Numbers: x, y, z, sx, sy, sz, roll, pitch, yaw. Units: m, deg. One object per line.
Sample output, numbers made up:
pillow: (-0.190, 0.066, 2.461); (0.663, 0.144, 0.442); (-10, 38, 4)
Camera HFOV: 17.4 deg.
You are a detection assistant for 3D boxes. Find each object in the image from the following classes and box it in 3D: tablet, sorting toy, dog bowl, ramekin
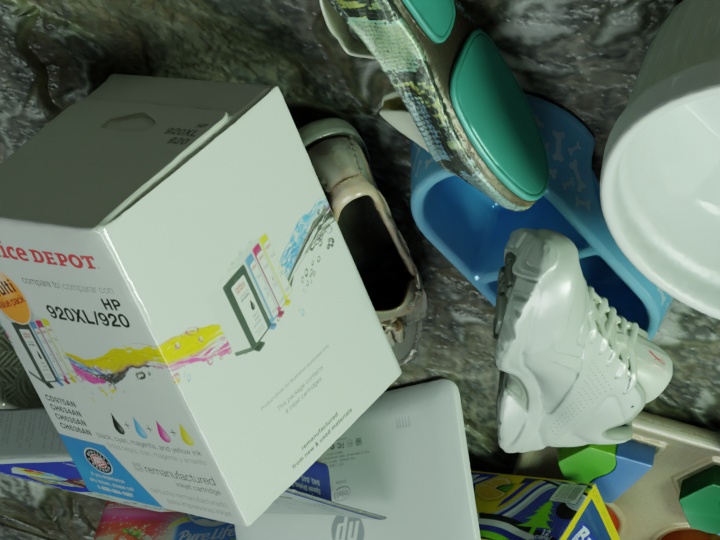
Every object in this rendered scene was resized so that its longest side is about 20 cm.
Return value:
tablet: (-0.008, 0.152, 1.556); (0.200, 0.131, 0.014); (-15, 169, 37)
sorting toy: (0.190, 0.157, 1.547); (0.185, 0.037, 0.200); (16, 145, 1)
dog bowl: (0.103, -0.020, 1.327); (0.111, 0.050, 0.200); (-15, 134, 37)
ramekin: (0.224, -0.065, 1.168); (0.199, 0.105, 0.200); (11, 144, 8)

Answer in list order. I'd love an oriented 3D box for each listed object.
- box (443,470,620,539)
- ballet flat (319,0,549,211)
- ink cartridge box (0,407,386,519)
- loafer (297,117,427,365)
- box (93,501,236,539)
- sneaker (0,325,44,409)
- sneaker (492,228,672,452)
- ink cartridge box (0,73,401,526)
box: (0.071, 0.177, 1.558); (0.200, 0.064, 0.070); (3, 131, 39)
ballet flat: (0.029, -0.111, 1.212); (0.074, 0.074, 0.200); (-11, 123, 34)
ink cartridge box: (-0.117, 0.123, 1.509); (0.200, 0.047, 0.197); (-6, 161, 37)
loafer: (0.000, 0.000, 1.366); (0.072, 0.063, 0.200); (-27, 138, -7)
box: (-0.090, 0.220, 1.698); (0.199, 0.095, 0.103); (-6, 140, 29)
sneaker: (-0.244, 0.075, 1.594); (0.199, 0.075, 0.085); (5, 159, 14)
sneaker: (0.125, 0.038, 1.304); (0.099, 0.078, 0.200); (4, 153, 7)
ink cartridge box: (-0.103, 0.012, 1.304); (0.147, 0.145, 0.200); (7, 130, 45)
